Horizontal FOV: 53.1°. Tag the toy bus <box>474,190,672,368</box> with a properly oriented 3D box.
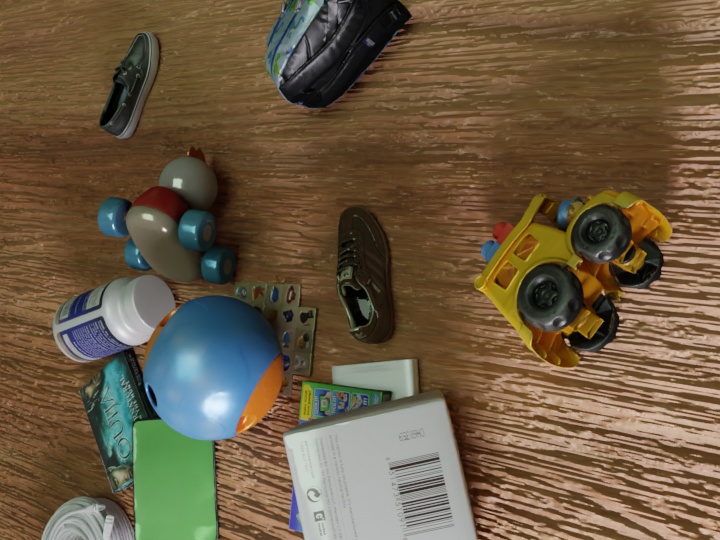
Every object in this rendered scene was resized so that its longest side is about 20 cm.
[{"bbox_3d":[0.229,-0.020,0.842,0.201,0.135,0.192,-55,45,11],"label":"toy bus"}]

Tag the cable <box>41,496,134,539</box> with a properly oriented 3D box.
[{"bbox_3d":[-0.468,0.490,1.229,0.197,0.069,0.204,-5,81,32],"label":"cable"}]

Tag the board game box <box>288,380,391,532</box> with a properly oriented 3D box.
[{"bbox_3d":[-0.028,0.259,0.978,0.133,0.029,0.204,1,84,31],"label":"board game box"}]

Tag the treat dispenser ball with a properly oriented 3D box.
[{"bbox_3d":[-0.209,0.137,1.029,0.198,0.200,0.205,-5,81,31],"label":"treat dispenser ball"}]

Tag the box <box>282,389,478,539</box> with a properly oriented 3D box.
[{"bbox_3d":[0.029,0.265,0.864,0.197,0.131,0.202,-14,83,4],"label":"box"}]

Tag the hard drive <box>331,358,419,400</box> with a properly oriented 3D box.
[{"bbox_3d":[0.024,0.228,0.982,0.130,0.026,0.204,-9,79,31],"label":"hard drive"}]

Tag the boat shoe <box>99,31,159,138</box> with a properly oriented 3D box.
[{"bbox_3d":[-0.426,-0.344,1.323,0.068,0.056,0.203,19,94,32],"label":"boat shoe"}]

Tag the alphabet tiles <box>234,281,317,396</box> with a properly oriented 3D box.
[{"bbox_3d":[-0.152,0.103,1.121,0.197,0.006,0.170,1,84,32],"label":"alphabet tiles"}]

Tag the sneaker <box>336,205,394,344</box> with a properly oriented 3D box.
[{"bbox_3d":[0.000,0.000,0.999,0.070,0.075,0.203,-22,73,27],"label":"sneaker"}]

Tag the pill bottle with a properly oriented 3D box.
[{"bbox_3d":[-0.417,0.079,1.225,0.198,0.115,0.118,-18,74,29],"label":"pill bottle"}]

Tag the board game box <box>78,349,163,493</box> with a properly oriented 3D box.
[{"bbox_3d":[-0.411,0.260,1.247,0.135,0.028,0.202,-39,65,21],"label":"board game box"}]

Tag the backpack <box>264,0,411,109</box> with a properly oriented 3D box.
[{"bbox_3d":[-0.051,-0.332,1.043,0.154,0.162,0.202,44,113,37],"label":"backpack"}]

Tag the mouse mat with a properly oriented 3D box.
[{"bbox_3d":[-0.300,0.338,1.159,0.158,0.008,0.204,-7,82,19],"label":"mouse mat"}]

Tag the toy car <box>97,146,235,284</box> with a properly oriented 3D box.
[{"bbox_3d":[-0.282,-0.103,1.170,0.181,0.178,0.202,9,59,19],"label":"toy car"}]
